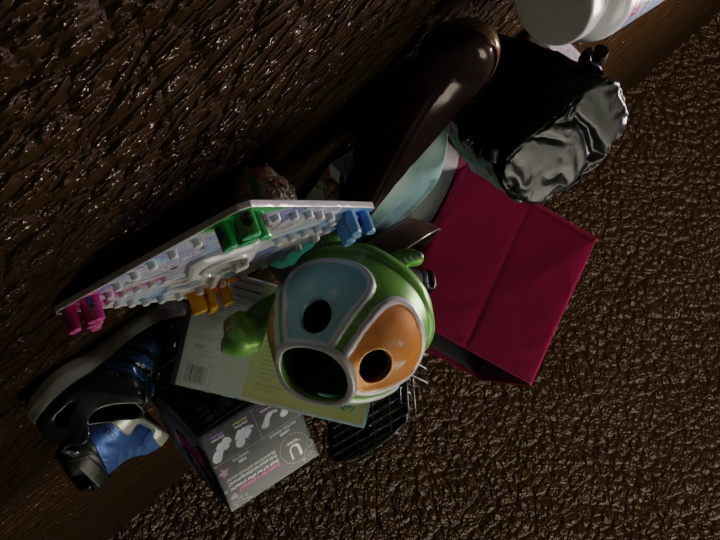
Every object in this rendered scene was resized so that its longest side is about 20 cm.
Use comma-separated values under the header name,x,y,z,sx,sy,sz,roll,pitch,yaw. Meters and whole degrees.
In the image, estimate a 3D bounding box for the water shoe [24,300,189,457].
name,x,y,z,sx,sy,sz,roll,pitch,yaw
water shoe,-0.225,0.104,0.992,0.199,0.079,0.072,-36,173,-40

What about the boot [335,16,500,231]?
name,x,y,z,sx,sy,sz,roll,pitch,yaw
boot,0.046,-0.121,0.935,0.200,0.072,0.168,-37,-156,60

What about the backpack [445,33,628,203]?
name,x,y,z,sx,sy,sz,roll,pitch,yaw
backpack,0.155,-0.154,1.045,0.166,0.128,0.200,-33,-145,-9

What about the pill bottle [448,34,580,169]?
name,x,y,z,sx,sy,sz,roll,pitch,yaw
pill bottle,0.197,-0.204,1.327,0.200,0.111,0.110,-45,172,30

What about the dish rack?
name,x,y,z,sx,sy,sz,roll,pitch,yaw
dish rack,0.017,0.104,1.111,0.153,0.054,0.203,-38,-138,41

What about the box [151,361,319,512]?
name,x,y,z,sx,sy,sz,roll,pitch,yaw
box,-0.159,0.177,1.252,0.131,0.116,0.199,-30,-155,-20

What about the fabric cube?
name,x,y,z,sx,sy,sz,roll,pitch,yaw
fabric cube,0.143,0.009,1.316,0.202,0.198,0.196,-63,-170,-8

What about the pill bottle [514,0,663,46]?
name,x,y,z,sx,sy,sz,roll,pitch,yaw
pill bottle,0.230,-0.284,0.993,0.199,0.109,0.109,-36,172,-42

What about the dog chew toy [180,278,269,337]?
name,x,y,z,sx,sy,sz,roll,pitch,yaw
dog chew toy,-0.127,0.066,1.178,0.124,0.125,0.200,-42,-179,15

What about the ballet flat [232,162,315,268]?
name,x,y,z,sx,sy,sz,roll,pitch,yaw
ballet flat,-0.073,-0.051,0.930,0.075,0.065,0.200,-20,171,-3

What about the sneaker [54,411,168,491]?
name,x,y,z,sx,sy,sz,roll,pitch,yaw
sneaker,-0.299,0.207,1.230,0.111,0.077,0.200,-46,170,-8

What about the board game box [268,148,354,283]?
name,x,y,z,sx,sy,sz,roll,pitch,yaw
board game box,-0.002,-0.091,1.199,0.199,0.041,0.200,-37,172,-40

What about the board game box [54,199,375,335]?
name,x,y,z,sx,sy,sz,roll,pitch,yaw
board game box,-0.108,-0.003,0.828,0.198,0.026,0.199,-25,171,27

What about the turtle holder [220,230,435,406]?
name,x,y,z,sx,sy,sz,roll,pitch,yaw
turtle holder,-0.031,0.046,0.930,0.132,0.183,0.142,-52,164,-47

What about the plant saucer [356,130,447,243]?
name,x,y,z,sx,sy,sz,roll,pitch,yaw
plant saucer,0.032,-0.077,1.131,0.201,0.039,0.201,-42,173,-6

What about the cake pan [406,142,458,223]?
name,x,y,z,sx,sy,sz,roll,pitch,yaw
cake pan,0.062,-0.084,1.304,0.202,0.036,0.201,-57,-170,16

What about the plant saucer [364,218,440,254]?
name,x,y,z,sx,sy,sz,roll,pitch,yaw
plant saucer,0.000,0.000,1.152,0.199,0.035,0.200,-35,175,-3

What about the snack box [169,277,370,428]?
name,x,y,z,sx,sy,sz,roll,pitch,yaw
snack box,-0.078,0.076,1.025,0.037,0.197,0.118,171,-67,-73
